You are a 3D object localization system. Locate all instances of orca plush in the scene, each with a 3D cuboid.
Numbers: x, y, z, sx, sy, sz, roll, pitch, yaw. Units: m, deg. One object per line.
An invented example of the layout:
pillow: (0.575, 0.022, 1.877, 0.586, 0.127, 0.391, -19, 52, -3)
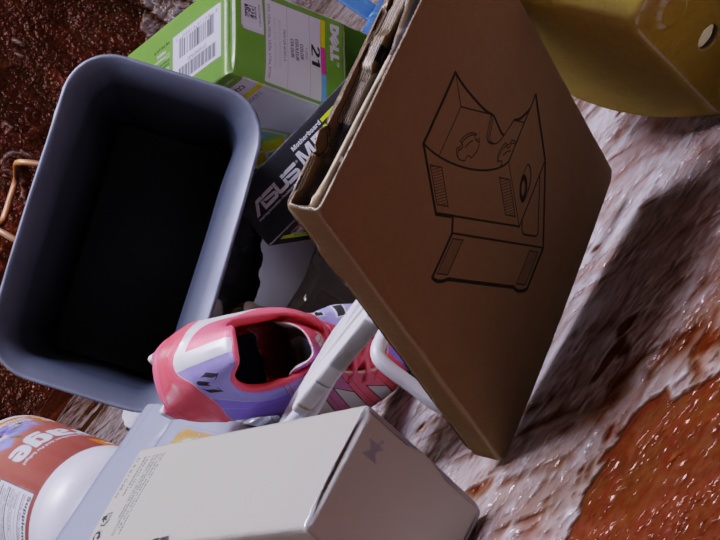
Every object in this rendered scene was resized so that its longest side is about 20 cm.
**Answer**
orca plush: (-0.091, 0.030, 1.428, 0.202, 0.071, 0.105, -69, 22, -2)

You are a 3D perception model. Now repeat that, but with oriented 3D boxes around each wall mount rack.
wall mount rack: (0.036, 0.022, 1.051, 0.174, 0.074, 0.200, -59, 4, -37)

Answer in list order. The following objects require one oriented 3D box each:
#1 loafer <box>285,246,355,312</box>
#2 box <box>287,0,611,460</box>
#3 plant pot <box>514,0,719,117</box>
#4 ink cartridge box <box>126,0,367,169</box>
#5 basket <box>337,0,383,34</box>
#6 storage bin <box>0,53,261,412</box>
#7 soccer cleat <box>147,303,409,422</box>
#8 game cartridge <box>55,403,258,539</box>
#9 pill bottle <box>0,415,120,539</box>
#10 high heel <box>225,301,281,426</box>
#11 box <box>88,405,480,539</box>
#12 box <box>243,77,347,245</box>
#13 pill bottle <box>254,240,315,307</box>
loafer: (0.000, 0.000, 1.393, 0.200, 0.072, 0.063, -53, 2, 23)
box: (0.048, -0.036, 0.920, 0.021, 0.200, 0.164, 7, 60, 34)
plant pot: (0.121, -0.185, 1.005, 0.196, 0.194, 0.200, -52, 54, 5)
ink cartridge box: (-0.052, -0.109, 1.433, 0.147, 0.199, 0.076, -30, 53, 44)
basket: (0.046, -0.226, 1.553, 0.140, 0.199, 0.176, -58, 10, -29)
storage bin: (-0.150, -0.019, 1.302, 0.134, 0.144, 0.202, 114, 173, -84)
soccer cleat: (-0.028, 0.048, 1.160, 0.199, 0.067, 0.076, -3, -14, -46)
game cartridge: (-0.088, 0.145, 1.133, 0.199, 0.042, 0.134, 7, 53, 47)
pill bottle: (-0.198, 0.172, 1.462, 0.199, 0.112, 0.113, 11, 61, 53)
high heel: (-0.105, 0.093, 1.311, 0.142, 0.072, 0.200, -37, 17, 10)
box: (-0.042, 0.123, 0.976, 0.199, 0.082, 0.069, -17, 37, 53)
box: (0.021, -0.090, 1.390, 0.160, 0.044, 0.200, -44, -13, 22)
pill bottle: (-0.046, -0.023, 1.547, 0.114, 0.114, 0.200, -50, 11, 20)
